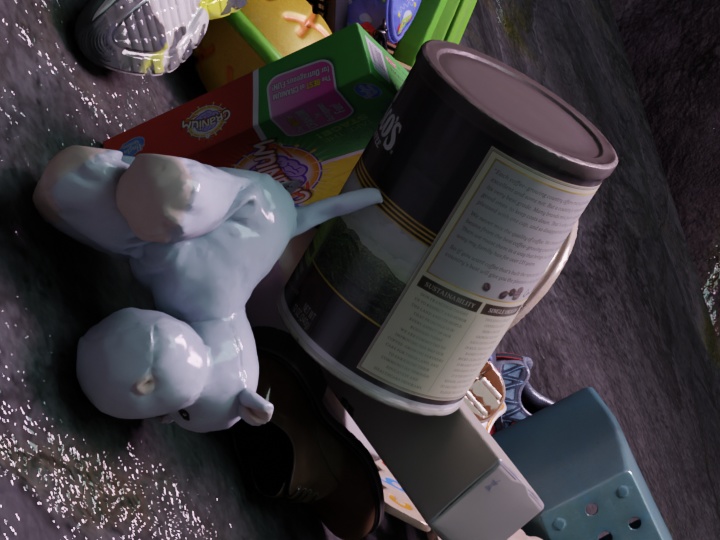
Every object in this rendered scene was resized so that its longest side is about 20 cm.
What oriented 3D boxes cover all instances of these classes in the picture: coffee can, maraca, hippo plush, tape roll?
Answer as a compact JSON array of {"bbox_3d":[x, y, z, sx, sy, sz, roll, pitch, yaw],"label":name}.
[{"bbox_3d":[0.055,-0.027,1.200,0.146,0.201,0.147,27,20,-11],"label":"coffee can"},{"bbox_3d":[-0.090,-0.186,1.464,0.200,0.107,0.137,48,-3,18],"label":"maraca"},{"bbox_3d":[-0.117,0.014,1.118,0.199,0.159,0.162,6,91,-48],"label":"hippo plush"},{"bbox_3d":[-0.027,0.059,1.442,0.203,0.037,0.203,55,21,-32],"label":"tape roll"}]

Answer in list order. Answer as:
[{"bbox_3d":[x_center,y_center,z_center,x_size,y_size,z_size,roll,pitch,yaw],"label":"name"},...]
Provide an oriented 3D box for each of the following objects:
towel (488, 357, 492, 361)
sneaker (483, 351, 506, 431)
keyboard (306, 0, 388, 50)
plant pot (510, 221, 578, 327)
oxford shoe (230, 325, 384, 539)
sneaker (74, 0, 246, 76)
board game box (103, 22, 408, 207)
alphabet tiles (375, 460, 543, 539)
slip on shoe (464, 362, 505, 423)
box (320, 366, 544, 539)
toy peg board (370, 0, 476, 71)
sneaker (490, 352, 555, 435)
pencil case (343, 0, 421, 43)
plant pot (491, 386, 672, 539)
[{"bbox_3d":[0.040,-0.032,1.425,0.145,0.024,0.201,47,17,-53],"label":"towel"},{"bbox_3d":[0.089,0.093,1.678,0.079,0.078,0.201,50,35,-32],"label":"sneaker"},{"bbox_3d":[-0.028,-0.187,1.510,0.021,0.127,0.201,-55,160,-36],"label":"keyboard"},{"bbox_3d":[0.059,-0.054,1.627,0.183,0.200,0.201,45,25,-24],"label":"plant pot"},{"bbox_3d":[-0.046,0.134,1.271,0.200,0.072,0.085,58,45,-38],"label":"oxford shoe"},{"bbox_3d":[-0.154,-0.196,1.343,0.200,0.084,0.075,-40,132,-51],"label":"sneaker"},{"bbox_3d":[-0.054,-0.086,1.272,0.153,0.199,0.041,34,37,-59],"label":"board game box"},{"bbox_3d":[0.093,0.210,1.447,0.195,0.015,0.200,29,11,-9],"label":"alphabet tiles"},{"bbox_3d":[0.043,0.044,1.522,0.076,0.061,0.200,-45,105,-24],"label":"slip on shoe"},{"bbox_3d":[0.041,0.107,1.292,0.082,0.068,0.200,47,4,-46],"label":"box"},{"bbox_3d":[0.011,-0.244,1.655,0.198,0.098,0.200,26,13,10],"label":"toy peg board"},{"bbox_3d":[0.170,0.170,1.787,0.201,0.095,0.079,60,19,-20],"label":"sneaker"},{"bbox_3d":[-0.041,-0.255,1.531,0.078,0.199,0.087,-30,135,-66],"label":"pencil case"},{"bbox_3d":[0.195,0.211,1.631,0.142,0.141,0.200,64,-3,-8],"label":"plant pot"}]
